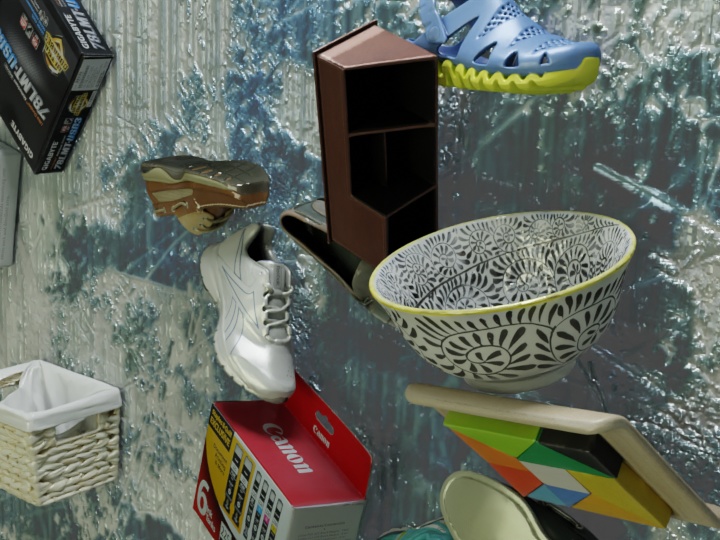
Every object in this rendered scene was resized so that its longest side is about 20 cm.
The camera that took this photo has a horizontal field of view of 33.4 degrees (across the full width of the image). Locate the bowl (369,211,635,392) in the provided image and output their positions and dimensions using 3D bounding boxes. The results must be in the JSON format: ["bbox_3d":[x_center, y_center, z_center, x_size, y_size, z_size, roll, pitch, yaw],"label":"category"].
[{"bbox_3d":[0.115,0.032,0.915,0.200,0.201,0.094,7,118,45],"label":"bowl"}]

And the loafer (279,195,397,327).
[{"bbox_3d":[0.000,0.000,1.111,0.200,0.063,0.072,40,123,34],"label":"loafer"}]

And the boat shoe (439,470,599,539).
[{"bbox_3d":[0.155,0.231,0.992,0.199,0.066,0.075,27,101,33],"label":"boat shoe"}]

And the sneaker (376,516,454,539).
[{"bbox_3d":[0.038,0.273,1.106,0.200,0.079,0.078,-42,67,43],"label":"sneaker"}]

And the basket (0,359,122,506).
[{"bbox_3d":[-0.405,0.202,1.510,0.200,0.135,0.124,12,109,44],"label":"basket"}]

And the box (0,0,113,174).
[{"bbox_3d":[-0.398,-0.258,1.486,0.200,0.050,0.199,56,130,24],"label":"box"}]

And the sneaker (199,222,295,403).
[{"bbox_3d":[-0.104,0.039,1.205,0.087,0.074,0.200,-40,58,33],"label":"sneaker"}]

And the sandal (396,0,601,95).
[{"bbox_3d":[0.106,-0.187,0.967,0.200,0.079,0.087,16,104,41],"label":"sandal"}]

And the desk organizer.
[{"bbox_3d":[0.017,-0.100,1.021,0.077,0.072,0.200,34,143,35],"label":"desk organizer"}]

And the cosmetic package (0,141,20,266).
[{"bbox_3d":[-0.584,-0.098,1.591,0.166,0.200,0.168,28,115,39],"label":"cosmetic package"}]

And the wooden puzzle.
[{"bbox_3d":[0.152,0.144,0.896,0.185,0.200,0.037,4,65,45],"label":"wooden puzzle"}]

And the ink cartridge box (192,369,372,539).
[{"bbox_3d":[-0.081,0.212,1.183,0.200,0.084,0.176,39,123,52],"label":"ink cartridge box"}]

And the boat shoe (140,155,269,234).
[{"bbox_3d":[-0.161,-0.078,1.263,0.200,0.075,0.074,14,112,52],"label":"boat shoe"}]
